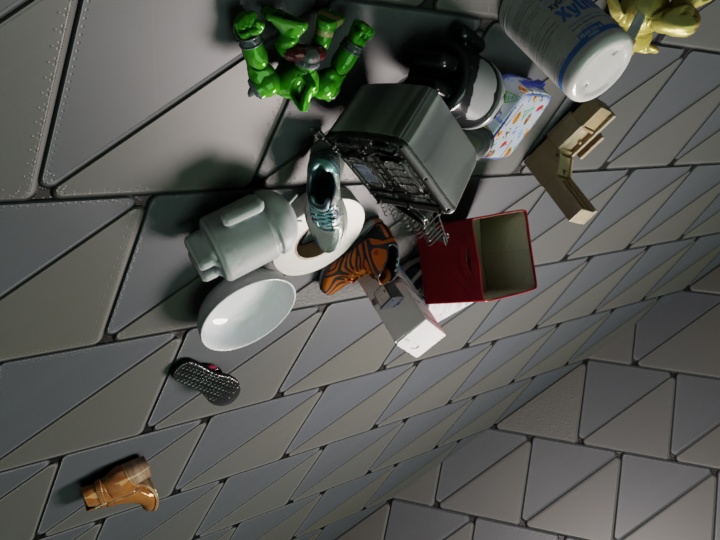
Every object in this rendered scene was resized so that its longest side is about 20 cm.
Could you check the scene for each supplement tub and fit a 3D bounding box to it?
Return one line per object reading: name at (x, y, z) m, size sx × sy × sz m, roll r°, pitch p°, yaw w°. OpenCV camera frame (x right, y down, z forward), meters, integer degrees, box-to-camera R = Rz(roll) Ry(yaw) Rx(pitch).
supplement tub at (0.331, -0.384, 1.304) m, size 0.131 × 0.201 × 0.133 m, roll -27°, pitch 152°, yaw -16°

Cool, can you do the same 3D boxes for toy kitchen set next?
toy kitchen set at (0.505, -0.233, 1.747) m, size 0.200 × 0.182 × 0.162 m, roll -45°, pitch 152°, yaw 27°

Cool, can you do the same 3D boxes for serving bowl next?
serving bowl at (-0.222, 0.062, 1.511) m, size 0.198 × 0.066 × 0.201 m, roll -26°, pitch 150°, yaw -16°

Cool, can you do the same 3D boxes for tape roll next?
tape roll at (-0.084, -0.072, 1.493) m, size 0.201 × 0.037 × 0.204 m, roll -27°, pitch 151°, yaw -16°

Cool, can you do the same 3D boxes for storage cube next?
storage cube at (0.245, -0.026, 1.710) m, size 0.198 × 0.174 × 0.179 m, roll -11°, pitch -177°, yaw -39°

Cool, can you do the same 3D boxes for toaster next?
toaster at (0.058, -0.194, 1.258) m, size 0.200 × 0.179 × 0.120 m, roll 46°, pitch 68°, yaw -40°

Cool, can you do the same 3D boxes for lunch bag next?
lunch bag at (0.269, -0.287, 1.481) m, size 0.161 × 0.075 × 0.199 m, roll -56°, pitch 163°, yaw 25°

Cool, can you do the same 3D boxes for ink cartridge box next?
ink cartridge box at (0.226, 0.040, 1.965) m, size 0.198 × 0.077 × 0.137 m, roll -26°, pitch 151°, yaw -15°
ink cartridge box at (0.081, 0.069, 1.712) m, size 0.086 × 0.201 × 0.146 m, roll -37°, pitch 152°, yaw 8°

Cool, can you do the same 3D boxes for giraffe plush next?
giraffe plush at (0.517, -0.462, 1.468) m, size 0.200 × 0.173 × 0.162 m, roll -44°, pitch 174°, yaw -6°

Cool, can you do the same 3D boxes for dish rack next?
dish rack at (0.092, -0.110, 1.518) m, size 0.055 × 0.153 × 0.200 m, roll -48°, pitch 154°, yaw -8°

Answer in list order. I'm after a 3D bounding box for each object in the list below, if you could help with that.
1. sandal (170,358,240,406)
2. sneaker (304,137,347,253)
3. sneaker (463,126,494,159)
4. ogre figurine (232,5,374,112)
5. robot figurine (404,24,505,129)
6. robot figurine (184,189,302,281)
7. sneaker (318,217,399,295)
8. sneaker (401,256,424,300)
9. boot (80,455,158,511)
sandal at (-0.322, 0.225, 1.683) m, size 0.075 × 0.045 × 0.200 m, roll -43°, pitch 137°, yaw 3°
sneaker at (-0.066, -0.112, 1.339) m, size 0.076 × 0.087 × 0.203 m, roll 2°, pitch 121°, yaw 8°
sneaker at (0.137, -0.202, 1.404) m, size 0.197 × 0.075 × 0.081 m, roll -14°, pitch -161°, yaw 18°
ogre figurine at (-0.084, -0.290, 1.099) m, size 0.199 × 0.098 × 0.121 m, roll -23°, pitch 140°, yaw -46°
robot figurine at (0.157, -0.301, 1.314) m, size 0.150 × 0.126 × 0.199 m, roll -42°, pitch 153°, yaw 27°
robot figurine at (-0.185, -0.059, 1.316) m, size 0.198 × 0.114 × 0.170 m, roll -28°, pitch 161°, yaw -14°
sneaker at (0.000, 0.000, 1.613) m, size 0.077 × 0.113 × 0.200 m, roll 6°, pitch 131°, yaw -51°
sneaker at (0.194, 0.002, 1.831) m, size 0.198 × 0.112 × 0.073 m, roll -31°, pitch 153°, yaw -9°
boot at (-0.544, 0.514, 1.824) m, size 0.154 × 0.077 × 0.201 m, roll -25°, pitch 147°, yaw -24°
